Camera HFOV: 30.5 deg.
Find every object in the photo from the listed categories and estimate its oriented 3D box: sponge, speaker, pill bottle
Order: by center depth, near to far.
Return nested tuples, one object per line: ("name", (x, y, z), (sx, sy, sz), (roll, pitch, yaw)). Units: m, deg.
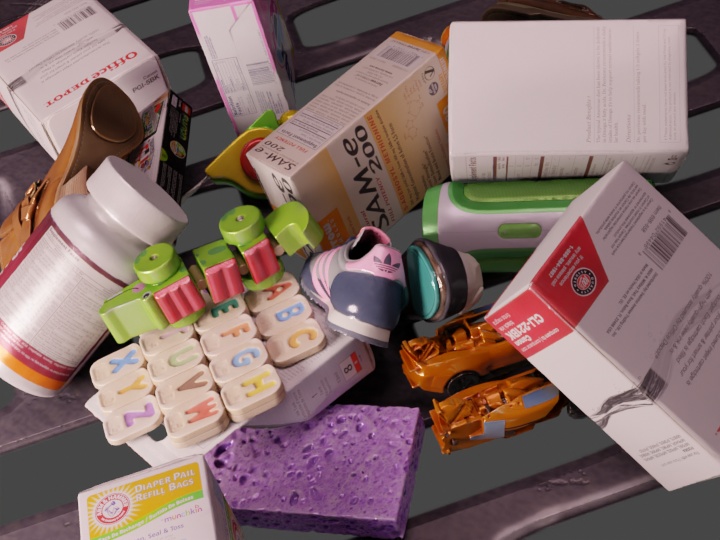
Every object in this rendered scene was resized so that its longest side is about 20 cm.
("sponge", (-0.052, 0.156, 1.067), (0.198, 0.030, 0.112), (1, 46, 17))
("speaker", (0.158, -0.039, 1.157), (0.198, 0.089, 0.089), (-1, 47, 14))
("pill bottle", (-0.248, 0.004, 1.159), (0.200, 0.109, 0.110), (-50, 48, 7))

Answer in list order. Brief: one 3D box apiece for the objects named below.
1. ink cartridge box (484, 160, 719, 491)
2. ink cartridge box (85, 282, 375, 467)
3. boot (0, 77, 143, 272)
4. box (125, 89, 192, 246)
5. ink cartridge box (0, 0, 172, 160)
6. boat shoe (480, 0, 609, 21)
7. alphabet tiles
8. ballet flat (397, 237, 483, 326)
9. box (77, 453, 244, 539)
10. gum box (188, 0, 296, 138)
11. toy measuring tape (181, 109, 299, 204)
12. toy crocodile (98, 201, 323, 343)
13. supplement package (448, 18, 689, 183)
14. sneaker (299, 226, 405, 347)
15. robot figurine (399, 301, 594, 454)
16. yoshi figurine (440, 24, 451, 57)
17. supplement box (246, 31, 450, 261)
("ink cartridge box", (0.217, 0.043, 0.994), (0.200, 0.084, 0.144), (42, 62, -2))
("ink cartridge box", (-0.109, 0.096, 1.107), (0.200, 0.050, 0.162), (-39, 38, -20))
("boot", (-0.289, -0.086, 1.306), (0.155, 0.076, 0.201), (-35, 44, 32))
("box", (-0.221, -0.079, 1.301), (0.110, 0.035, 0.201), (-31, 39, 29))
("ink cartridge box", (-0.314, -0.211, 1.451), (0.146, 0.083, 0.200), (-33, 47, -15))
("boat shoe", (0.222, -0.240, 1.339), (0.199, 0.072, 0.068), (27, 44, 25))
("alphabet tiles", (-0.131, 0.068, 1.101), (0.194, 0.015, 0.200), (-24, 34, -5))
("ballet flat", (0.062, 0.008, 1.091), (0.072, 0.200, 0.074), (2, 83, -13))
("box", (-0.131, 0.251, 0.942), (0.100, 0.113, 0.201), (-18, 45, 0))
("gum box", (-0.115, -0.236, 1.344), (0.065, 0.201, 0.114), (-8, 53, 7))
("toy measuring tape", (-0.123, -0.078, 1.298), (0.200, 0.074, 0.074), (-45, 50, -4))
("toy crocodile", (-0.125, 0.003, 1.114), (0.199, 0.068, 0.062), (-26, 34, -8))
("supplement package", (0.176, -0.143, 1.141), (0.198, 0.117, 0.118), (1, 82, 6))
("sneaker", (0.000, 0.000, 1.097), (0.070, 0.083, 0.200), (17, 9, -18))
("robot figurine", (0.140, 0.072, 1.067), (0.198, 0.059, 0.145), (-19, 45, -9))
("yoshi figurine", (0.144, -0.174, 1.302), (0.111, 0.113, 0.200), (0, 19, -35))
("supplement box", (0.006, -0.110, 1.225), (0.200, 0.127, 0.073), (-42, 42, -19))
